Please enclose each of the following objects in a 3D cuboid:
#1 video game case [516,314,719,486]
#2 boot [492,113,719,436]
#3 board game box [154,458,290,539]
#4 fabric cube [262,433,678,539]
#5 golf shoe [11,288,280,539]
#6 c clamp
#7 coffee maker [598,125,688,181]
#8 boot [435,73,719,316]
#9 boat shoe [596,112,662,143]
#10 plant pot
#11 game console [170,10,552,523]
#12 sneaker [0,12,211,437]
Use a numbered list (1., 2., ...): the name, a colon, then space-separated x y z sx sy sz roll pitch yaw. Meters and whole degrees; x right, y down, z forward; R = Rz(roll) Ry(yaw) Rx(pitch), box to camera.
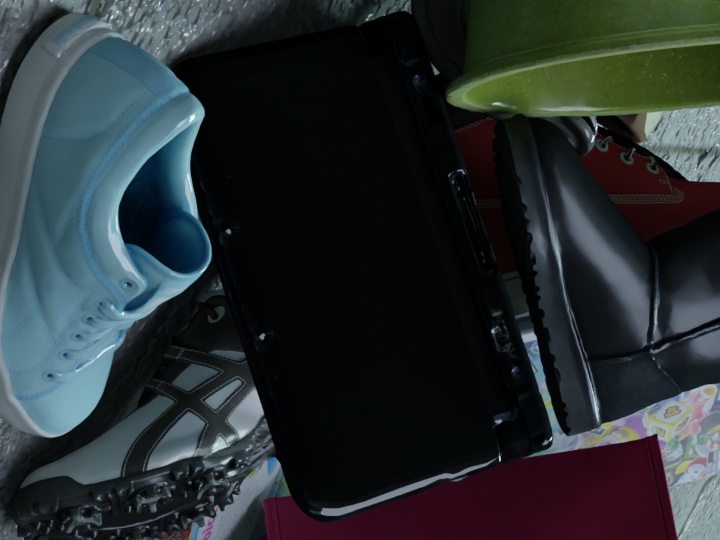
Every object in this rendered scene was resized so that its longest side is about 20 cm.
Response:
1. video game case: 0.121 0.069 1.361 0.199 0.018 0.144 -13 134 -13
2. boot: 0.171 -0.023 1.222 0.199 0.066 0.165 -17 119 -3
3. board game box: -0.067 0.136 1.333 0.134 0.034 0.201 -29 143 -50
4. fabric cube: 0.071 0.222 1.321 0.196 0.198 0.201 76 5 -60
5. golf shoe: -0.074 0.062 1.197 0.199 0.095 0.078 -19 161 -23
6. c clamp: 0.124 -0.130 1.257 0.200 0.171 0.027 -42 -172 -23
7. coffee maker: 0.078 0.041 1.425 0.191 0.135 0.201 -6 131 -21
8. boot: 0.119 -0.061 1.293 0.199 0.145 0.072 -11 180 -18
9. boat shoe: 0.138 -0.126 1.374 0.075 0.075 0.202 -57 173 -3
10. plant pot: 0.127 -0.174 1.137 0.200 0.199 0.191 6 78 -65
11. game console: 0.000 0.000 1.161 0.116 0.201 0.176 -18 176 -1
12. sneaker: -0.102 0.001 1.038 0.074 0.082 0.201 -37 149 -39
